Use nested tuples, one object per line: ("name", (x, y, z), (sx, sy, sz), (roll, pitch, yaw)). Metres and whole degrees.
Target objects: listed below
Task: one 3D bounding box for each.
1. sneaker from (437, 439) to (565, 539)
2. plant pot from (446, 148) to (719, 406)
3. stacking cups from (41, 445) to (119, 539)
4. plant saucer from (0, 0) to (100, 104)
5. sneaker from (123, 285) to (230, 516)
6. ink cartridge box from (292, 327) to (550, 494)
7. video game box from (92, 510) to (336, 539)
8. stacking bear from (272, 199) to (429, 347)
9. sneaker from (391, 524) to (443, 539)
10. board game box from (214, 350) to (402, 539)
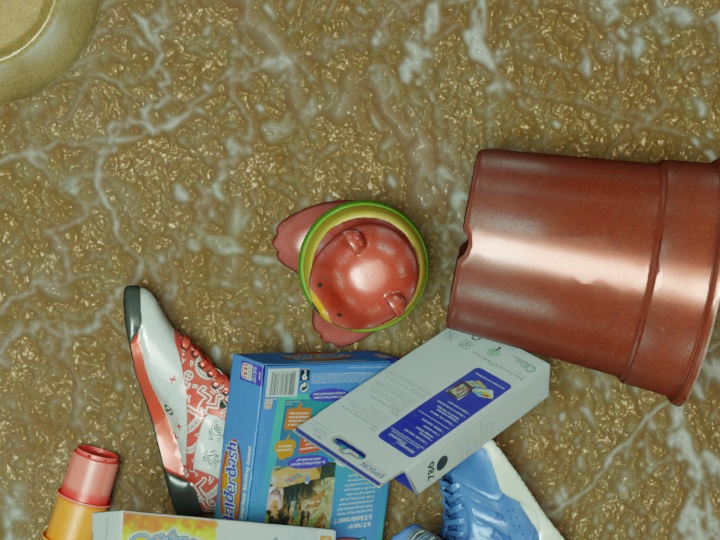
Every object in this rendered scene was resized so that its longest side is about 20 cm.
("sneaker", (0.085, 0.207, 1.151), (0.111, 0.077, 0.200), (-38, 102, -9))
("plant pot", (0.175, -0.009, 1.095), (0.195, 0.201, 0.201), (11, 93, 5))
("stacking cups", (-0.253, 0.246, 1.147), (0.060, 0.061, 0.201), (14, 91, -4))
("plant saucer", (-0.314, -0.236, 1.121), (0.199, 0.035, 0.201), (0, 94, -4))
("sneaker", (-0.125, 0.098, 1.140), (0.108, 0.067, 0.202), (-15, 97, -4))
("ink cartridge box", (0.051, 0.113, 1.088), (0.200, 0.099, 0.039), (-29, 132, -34))
("video game box", (-0.106, 0.272, 0.993), (0.200, 0.047, 0.183), (14, 69, -40))
("stacking bear", (0.000, 0.000, 1.071), (0.113, 0.200, 0.122), (-27, 95, -1))
("sneaker", (0.032, 0.272, 1.128), (0.085, 0.077, 0.200), (42, 135, 16))
("board game box", (-0.043, 0.168, 1.115), (0.152, 0.045, 0.201), (3, 97, -42))
